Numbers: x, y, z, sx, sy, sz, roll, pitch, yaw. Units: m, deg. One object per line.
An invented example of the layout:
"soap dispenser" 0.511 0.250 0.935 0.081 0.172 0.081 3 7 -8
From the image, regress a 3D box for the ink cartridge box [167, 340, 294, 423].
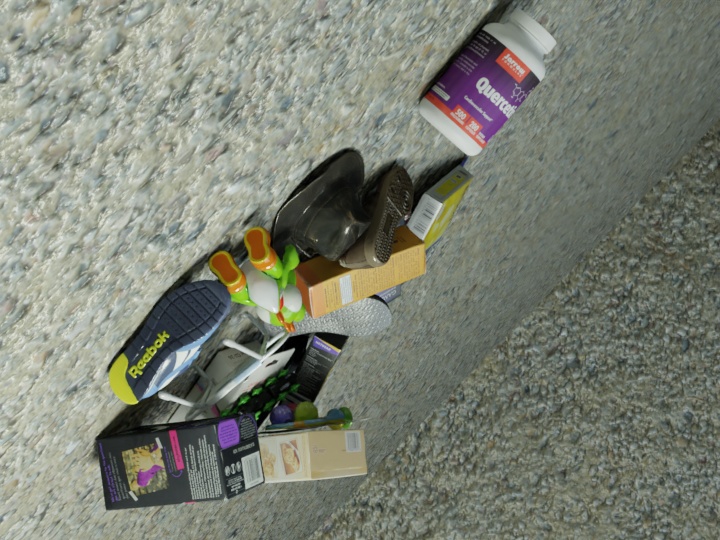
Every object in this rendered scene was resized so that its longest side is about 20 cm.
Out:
"ink cartridge box" -0.200 0.180 1.817 0.200 0.067 0.116 -52 164 22

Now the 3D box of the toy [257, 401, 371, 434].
"toy" -0.092 0.229 1.825 0.115 0.047 0.200 -15 166 41

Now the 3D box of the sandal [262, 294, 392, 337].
"sandal" -0.051 0.061 1.795 0.043 0.199 0.076 -94 -176 -58

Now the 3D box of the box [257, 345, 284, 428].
"box" -0.173 0.223 1.939 0.200 0.032 0.121 -55 -167 12

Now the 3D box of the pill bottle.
"pill bottle" 0.183 -0.269 1.650 0.200 0.112 0.112 -50 164 8

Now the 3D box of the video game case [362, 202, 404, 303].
"video game case" 0.016 -0.019 1.837 0.143 0.019 0.201 -29 134 -38

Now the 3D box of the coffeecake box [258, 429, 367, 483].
"coffeecake box" -0.115 0.290 1.802 0.199 0.073 0.153 -11 169 32

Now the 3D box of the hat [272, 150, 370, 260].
"hat" -0.037 -0.066 1.624 0.200 0.081 0.201 -42 163 -16

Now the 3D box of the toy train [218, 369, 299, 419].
"toy train" -0.170 0.213 1.781 0.200 0.042 0.056 -32 169 -42

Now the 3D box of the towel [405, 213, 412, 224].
"towel" 0.034 -0.026 2.001 0.146 0.030 0.200 -43 164 -11

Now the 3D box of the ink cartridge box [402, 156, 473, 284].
"ink cartridge box" 0.124 -0.080 2.002 0.200 0.047 0.198 -37 157 -53

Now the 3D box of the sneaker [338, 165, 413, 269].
"sneaker" 0.019 -0.082 1.737 0.075 0.071 0.200 -10 -142 31

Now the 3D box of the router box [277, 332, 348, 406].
"router box" -0.060 0.134 1.947 0.158 0.052 0.200 -63 179 29

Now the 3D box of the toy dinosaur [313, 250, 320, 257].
"toy dinosaur" -0.037 -0.010 1.841 0.200 0.058 0.102 1 113 -52

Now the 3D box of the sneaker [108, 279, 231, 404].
"sneaker" -0.237 0.086 1.493 0.200 0.074 0.082 -43 167 14

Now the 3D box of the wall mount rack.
"wall mount rack" -0.194 0.132 1.607 0.200 0.075 0.174 -41 -171 10

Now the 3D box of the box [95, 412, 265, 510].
"box" -0.252 0.269 1.641 0.199 0.107 0.122 -9 178 24

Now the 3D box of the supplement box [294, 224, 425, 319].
"supplement box" 0.000 0.000 1.755 0.199 0.067 0.069 -23 129 -19

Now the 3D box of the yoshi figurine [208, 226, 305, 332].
"yoshi figurine" -0.133 0.008 1.565 0.200 0.112 0.112 56 48 -61

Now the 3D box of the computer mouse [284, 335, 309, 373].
"computer mouse" -0.089 0.111 2.002 0.059 0.034 0.200 -21 149 -56
